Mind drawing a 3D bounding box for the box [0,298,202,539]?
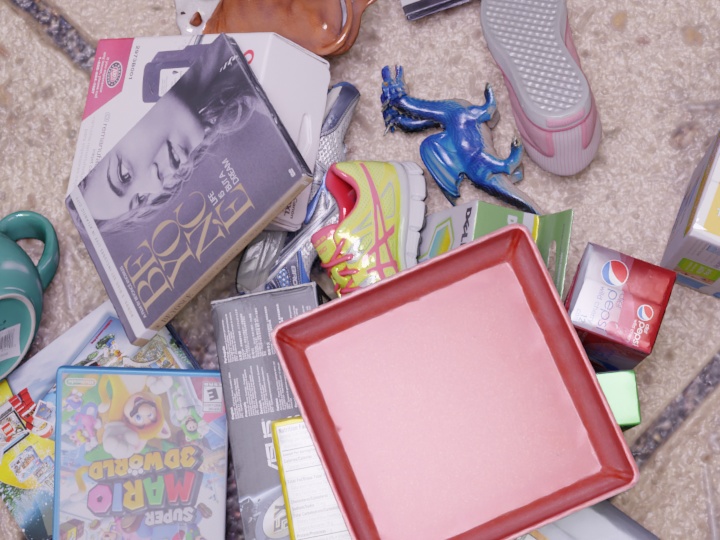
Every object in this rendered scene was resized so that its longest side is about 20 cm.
[{"bbox_3d":[-0.231,0.124,1.160,0.199,0.038,0.137,-37,79,0],"label":"box"}]

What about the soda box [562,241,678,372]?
[{"bbox_3d":[0.190,0.036,1.042,0.070,0.200,0.064,20,83,8],"label":"soda box"}]

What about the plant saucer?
[{"bbox_3d":[0.064,0.096,0.947,0.199,0.037,0.201,-23,78,-4],"label":"plant saucer"}]

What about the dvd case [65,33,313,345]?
[{"bbox_3d":[-0.138,-0.062,1.040,0.200,0.016,0.149,-43,61,22],"label":"dvd case"}]

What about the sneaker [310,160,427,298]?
[{"bbox_3d":[0.000,0.000,1.084,0.090,0.078,0.202,12,62,-22],"label":"sneaker"}]

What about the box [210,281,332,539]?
[{"bbox_3d":[-0.049,0.125,1.075,0.085,0.164,0.202,-10,80,4],"label":"box"}]

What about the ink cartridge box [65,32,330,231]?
[{"bbox_3d":[-0.136,-0.115,1.123,0.199,0.084,0.146,4,80,36],"label":"ink cartridge box"}]

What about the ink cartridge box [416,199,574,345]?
[{"bbox_3d":[0.088,0.007,1.059,0.059,0.200,0.105,13,81,-19],"label":"ink cartridge box"}]

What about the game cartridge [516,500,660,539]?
[{"bbox_3d":[0.148,0.272,1.094,0.133,0.042,0.201,34,86,15],"label":"game cartridge"}]

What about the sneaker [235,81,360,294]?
[{"bbox_3d":[-0.034,-0.060,1.157,0.085,0.077,0.201,22,91,0],"label":"sneaker"}]

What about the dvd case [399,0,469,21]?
[{"bbox_3d":[0.083,-0.326,1.189,0.148,0.016,0.201,-18,68,4],"label":"dvd case"}]

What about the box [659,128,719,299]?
[{"bbox_3d":[0.306,-0.038,1.040,0.112,0.200,0.102,20,84,9],"label":"box"}]

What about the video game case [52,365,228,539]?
[{"bbox_3d":[-0.182,0.181,1.120,0.142,0.018,0.202,2,94,-5],"label":"video game case"}]

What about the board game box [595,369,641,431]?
[{"bbox_3d":[0.113,0.114,1.064,0.198,0.153,0.041,-7,80,6],"label":"board game box"}]

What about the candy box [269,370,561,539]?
[{"bbox_3d":[0.041,0.141,0.971,0.198,0.026,0.103,-10,78,0],"label":"candy box"}]

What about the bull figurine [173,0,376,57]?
[{"bbox_3d":[-0.071,-0.231,1.162,0.199,0.065,0.122,17,73,36],"label":"bull figurine"}]

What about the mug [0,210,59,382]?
[{"bbox_3d":[-0.329,0.020,1.120,0.114,0.152,0.186,30,82,27],"label":"mug"}]

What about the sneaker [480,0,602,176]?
[{"bbox_3d":[0.154,-0.164,1.152,0.075,0.105,0.201,-16,50,6],"label":"sneaker"}]

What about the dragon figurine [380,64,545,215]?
[{"bbox_3d":[0.085,-0.092,1.147,0.099,0.059,0.201,-26,78,2],"label":"dragon figurine"}]
